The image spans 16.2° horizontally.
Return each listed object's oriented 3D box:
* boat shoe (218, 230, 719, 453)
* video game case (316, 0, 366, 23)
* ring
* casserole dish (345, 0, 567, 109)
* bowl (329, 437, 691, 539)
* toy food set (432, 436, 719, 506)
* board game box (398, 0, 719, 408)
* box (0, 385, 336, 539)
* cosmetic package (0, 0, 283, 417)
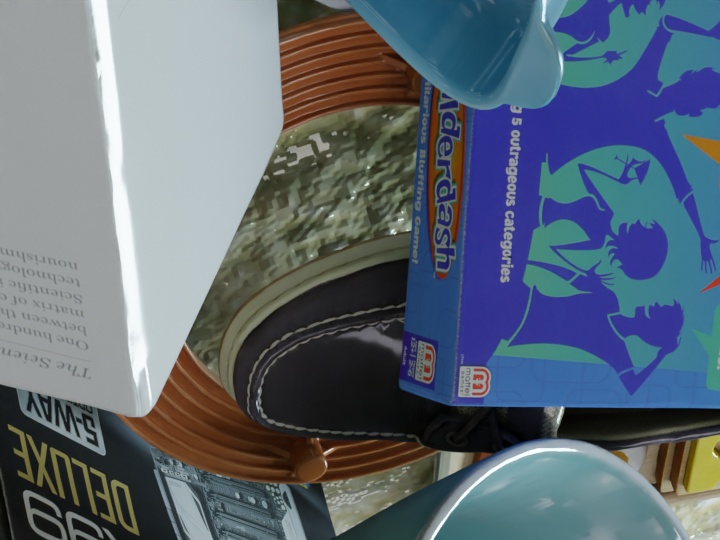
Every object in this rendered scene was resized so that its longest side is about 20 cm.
[{"bbox_3d":[0.054,0.031,0.853,0.200,0.065,0.072,-2,127,-19],"label":"boat shoe"},{"bbox_3d":[0.095,-0.110,0.831,0.200,0.018,0.143,21,125,-37],"label":"video game case"},{"bbox_3d":[0.000,0.000,0.865,0.200,0.019,0.200,-10,130,-13],"label":"ring"},{"bbox_3d":[-0.007,-0.127,0.663,0.039,0.200,0.121,-41,171,-17],"label":"casserole dish"},{"bbox_3d":[0.031,0.159,0.842,0.105,0.201,0.201,-9,151,40],"label":"bowl"},{"bbox_3d":[0.122,0.070,1.007,0.200,0.060,0.144,-9,138,-11],"label":"toy food set"},{"bbox_3d":[0.116,-0.032,0.813,0.200,0.045,0.152,1,95,-23],"label":"board game box"},{"bbox_3d":[-0.077,0.108,0.899,0.050,0.158,0.200,-37,135,20],"label":"box"},{"bbox_3d":[-0.132,-0.088,0.630,0.199,0.123,0.200,13,138,12],"label":"cosmetic package"}]
